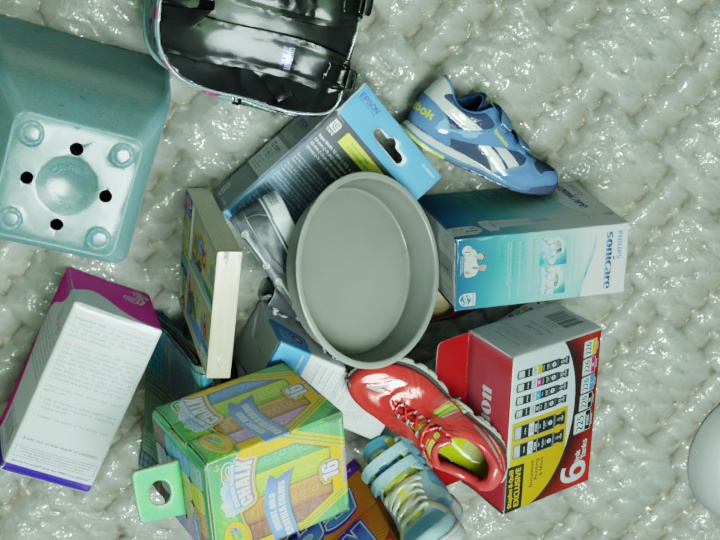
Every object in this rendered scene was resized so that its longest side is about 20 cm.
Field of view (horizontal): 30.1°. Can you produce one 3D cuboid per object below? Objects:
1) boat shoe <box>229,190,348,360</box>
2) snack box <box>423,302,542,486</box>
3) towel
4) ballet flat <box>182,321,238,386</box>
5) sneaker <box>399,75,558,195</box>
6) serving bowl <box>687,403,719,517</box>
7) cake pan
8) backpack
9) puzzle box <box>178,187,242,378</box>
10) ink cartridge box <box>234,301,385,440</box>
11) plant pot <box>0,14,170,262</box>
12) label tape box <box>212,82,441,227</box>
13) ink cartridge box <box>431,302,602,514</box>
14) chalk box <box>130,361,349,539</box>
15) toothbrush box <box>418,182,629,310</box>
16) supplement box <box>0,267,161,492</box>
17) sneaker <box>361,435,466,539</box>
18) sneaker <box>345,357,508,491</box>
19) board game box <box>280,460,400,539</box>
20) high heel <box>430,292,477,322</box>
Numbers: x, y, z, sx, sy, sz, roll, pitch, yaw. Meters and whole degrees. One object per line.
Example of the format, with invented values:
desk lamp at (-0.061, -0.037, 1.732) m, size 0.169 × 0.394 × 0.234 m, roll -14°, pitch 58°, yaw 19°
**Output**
boat shoe at (-0.073, 0.017, 1.387) m, size 0.068 × 0.072 × 0.201 m, roll -28°, pitch 117°, yaw -5°
snack box at (0.157, 0.145, 1.586) m, size 0.199 × 0.053 × 0.143 m, roll -30°, pitch 118°, yaw -4°
towel at (-0.201, 0.163, 1.438) m, size 0.022 × 0.147 × 0.201 m, roll -7°, pitch 115°, yaw -31°
ballet flat at (-0.163, 0.142, 1.477) m, size 0.068 × 0.068 × 0.201 m, roll -7°, pitch 118°, yaw 14°
sneaker at (0.142, -0.143, 1.456) m, size 0.199 × 0.074 × 0.083 m, roll 22°, pitch 100°, yaw -25°
serving bowl at (0.528, 0.249, 1.732) m, size 0.199 × 0.066 × 0.201 m, roll -6°, pitch 113°, yaw -13°
cake pan at (0.000, 0.000, 1.371) m, size 0.200 × 0.037 × 0.201 m, roll 2°, pitch 87°, yaw -43°
backpack at (-0.109, -0.251, 1.293) m, size 0.199 × 0.151 × 0.178 m, roll 7°, pitch 107°, yaw -26°
puzzle box at (-0.155, 0.008, 1.357) m, size 0.025 × 0.200 × 0.134 m, roll 2°, pitch 110°, yaw -17°
ink cartridge box at (-0.030, 0.118, 1.485) m, size 0.199 × 0.116 × 0.068 m, roll 25°, pitch 103°, yaw -23°
plant pot at (-0.287, -0.108, 1.272) m, size 0.195 × 0.200 × 0.197 m, roll 13°, pitch 108°, yaw -20°
label tape box at (-0.036, -0.090, 1.429) m, size 0.200 × 0.066 × 0.143 m, roll -42°, pitch 118°, yaw 1°
ink cartridge box at (0.173, 0.159, 1.494) m, size 0.175 × 0.084 × 0.201 m, roll -16°, pitch 119°, yaw -30°
chalk box at (-0.127, 0.196, 1.328) m, size 0.199 × 0.124 × 0.125 m, roll -20°, pitch 122°, yaw -27°
toothbrush box at (0.173, -0.030, 1.469) m, size 0.199 × 0.146 × 0.086 m, roll -7°, pitch 113°, yaw -15°
supplement box at (-0.299, 0.115, 1.413) m, size 0.103 × 0.101 × 0.201 m, roll 20°, pitch 105°, yaw -23°
sneaker at (0.046, 0.242, 1.418) m, size 0.079 × 0.200 × 0.131 m, roll -38°, pitch 90°, yaw 3°
sneaker at (0.074, 0.161, 1.406) m, size 0.200 × 0.085 × 0.077 m, roll 32°, pitch 109°, yaw -6°
board game box at (0.004, 0.391, 1.559) m, size 0.200 × 0.200 × 0.200 m, roll -41°, pitch 117°, yaw 3°
high heel at (0.067, 0.044, 1.494) m, size 0.199 × 0.096 × 0.068 m, roll -6°, pitch 113°, yaw -14°
